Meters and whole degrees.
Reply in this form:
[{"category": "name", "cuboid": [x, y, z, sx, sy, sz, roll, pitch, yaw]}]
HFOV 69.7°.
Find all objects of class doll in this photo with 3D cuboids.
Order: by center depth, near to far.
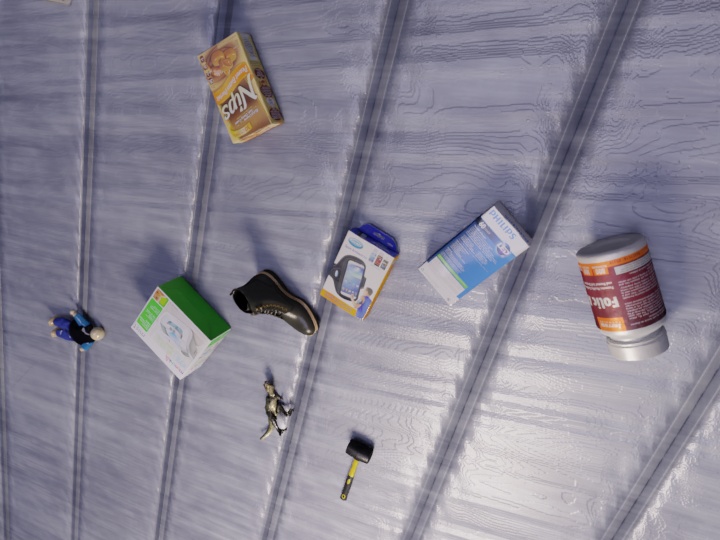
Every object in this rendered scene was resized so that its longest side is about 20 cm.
[{"category": "doll", "cuboid": [-0.866, 0.180, 1.579, 0.200, 0.048, 0.137, 7, 110, 22]}]

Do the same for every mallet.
[{"category": "mallet", "cuboid": [-0.030, 0.510, 1.318, 0.066, 0.041, 0.200, 30, 120, 12]}]

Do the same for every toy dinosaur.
[{"category": "toy dinosaur", "cuboid": [-0.223, 0.380, 1.356, 0.088, 0.047, 0.200, 22, 115, 33]}]

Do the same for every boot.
[{"category": "boot", "cuboid": [-0.202, 0.098, 1.204, 0.200, 0.138, 0.077, 41, 118, 7]}]

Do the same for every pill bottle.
[{"category": "pill bottle", "cuboid": [0.461, 0.047, 0.904, 0.114, 0.114, 0.200, -16, 98, 27]}]

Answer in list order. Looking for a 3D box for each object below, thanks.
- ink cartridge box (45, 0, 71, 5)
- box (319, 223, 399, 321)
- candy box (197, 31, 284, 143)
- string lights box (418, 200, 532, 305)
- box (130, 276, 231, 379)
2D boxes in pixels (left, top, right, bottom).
[{"category": "ink cartridge box", "cuboid": [-0.799, -0.742, 1.238, 0.200, 0.086, 0.147, 24, 114, 17]}, {"category": "box", "cuboid": [0.000, 0.000, 1.139, 0.119, 0.041, 0.200, 31, 118, 12]}, {"category": "candy box", "cuboid": [-0.259, -0.392, 1.121, 0.115, 0.055, 0.200, -17, 98, 27]}, {"category": "string lights box", "cuboid": [0.223, -0.031, 1.017, 0.200, 0.059, 0.103, -41, 88, 29]}, {"category": "box", "cuboid": [-0.476, 0.151, 1.369, 0.200, 0.097, 0.176, 46, 116, 4]}]
